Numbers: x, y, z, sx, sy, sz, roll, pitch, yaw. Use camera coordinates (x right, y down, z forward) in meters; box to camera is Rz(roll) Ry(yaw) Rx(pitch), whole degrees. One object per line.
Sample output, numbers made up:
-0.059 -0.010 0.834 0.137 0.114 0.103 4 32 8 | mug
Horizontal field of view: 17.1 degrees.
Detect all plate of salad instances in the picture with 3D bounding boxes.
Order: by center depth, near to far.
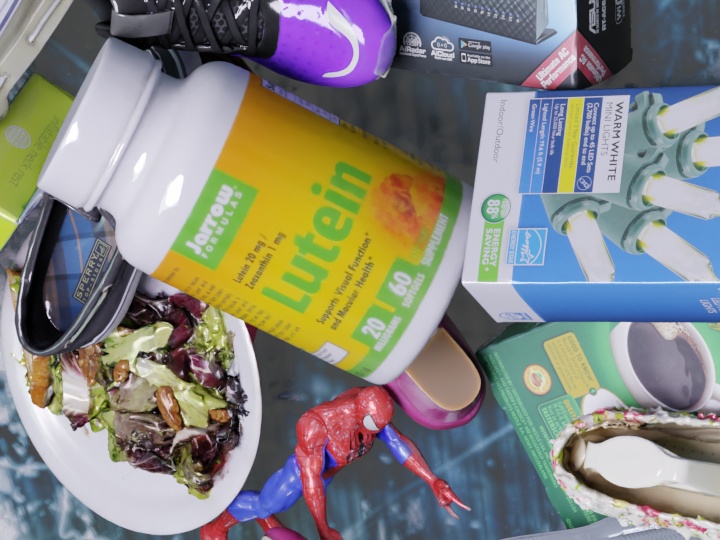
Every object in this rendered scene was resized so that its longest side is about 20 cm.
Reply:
-0.141 0.059 1.375 0.200 0.048 0.201 12 110 34 | plate of salad

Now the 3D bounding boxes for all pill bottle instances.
-0.051 -0.034 1.176 0.200 0.111 0.111 26 127 -10 | pill bottle

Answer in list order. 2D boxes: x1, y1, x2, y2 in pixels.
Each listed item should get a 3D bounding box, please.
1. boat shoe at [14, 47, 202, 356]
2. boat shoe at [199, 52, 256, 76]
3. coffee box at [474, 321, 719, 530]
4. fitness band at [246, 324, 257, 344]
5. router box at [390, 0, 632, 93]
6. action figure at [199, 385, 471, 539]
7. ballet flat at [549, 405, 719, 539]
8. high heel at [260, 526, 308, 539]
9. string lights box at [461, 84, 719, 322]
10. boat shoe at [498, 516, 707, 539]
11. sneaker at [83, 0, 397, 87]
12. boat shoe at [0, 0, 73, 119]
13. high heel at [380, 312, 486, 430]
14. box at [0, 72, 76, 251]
-0.141 -0.039 1.279 0.070 0.066 0.200 32 118 12 | boat shoe
-0.093 -0.123 1.315 0.070 0.070 0.200 -31 95 -1 | boat shoe
0.167 0.058 1.224 0.200 0.044 0.123 -25 95 39 | coffee box
-0.124 0.010 1.409 0.143 0.037 0.200 28 124 18 | fitness band
0.037 -0.178 1.199 0.199 0.062 0.150 10 114 31 | router box
-0.014 0.133 1.338 0.099 0.065 0.200 54 144 14 | action figure
0.179 0.104 1.159 0.199 0.064 0.076 2 80 32 | ballet flat
0.022 0.193 1.319 0.067 0.096 0.200 23 150 54 | high heel
0.156 -0.031 1.133 0.199 0.059 0.103 -1 69 23 | string lights box
0.147 0.160 1.230 0.199 0.074 0.067 -6 148 28 | boat shoe
-0.081 -0.132 1.194 0.200 0.099 0.070 26 126 23 | sneaker
-0.221 -0.101 1.323 0.200 0.062 0.072 -58 35 2 | boat shoe
0.000 0.000 1.296 0.200 0.067 0.096 48 173 6 | high heel
-0.227 -0.025 1.403 0.048 0.122 0.200 34 128 -9 | box
